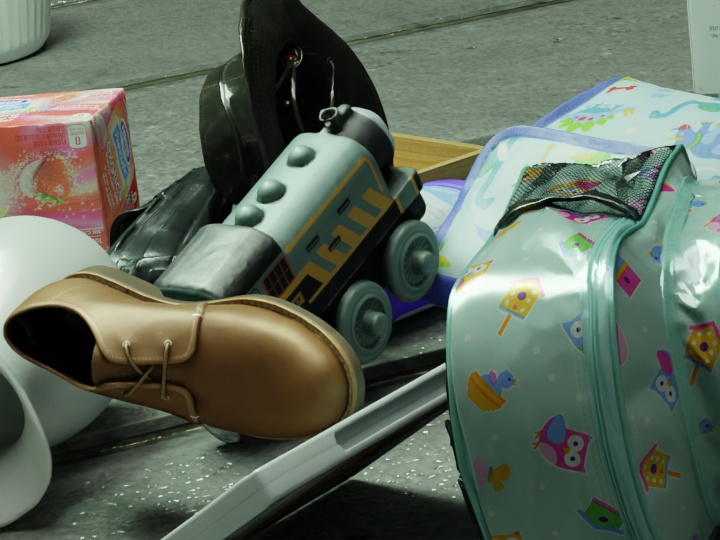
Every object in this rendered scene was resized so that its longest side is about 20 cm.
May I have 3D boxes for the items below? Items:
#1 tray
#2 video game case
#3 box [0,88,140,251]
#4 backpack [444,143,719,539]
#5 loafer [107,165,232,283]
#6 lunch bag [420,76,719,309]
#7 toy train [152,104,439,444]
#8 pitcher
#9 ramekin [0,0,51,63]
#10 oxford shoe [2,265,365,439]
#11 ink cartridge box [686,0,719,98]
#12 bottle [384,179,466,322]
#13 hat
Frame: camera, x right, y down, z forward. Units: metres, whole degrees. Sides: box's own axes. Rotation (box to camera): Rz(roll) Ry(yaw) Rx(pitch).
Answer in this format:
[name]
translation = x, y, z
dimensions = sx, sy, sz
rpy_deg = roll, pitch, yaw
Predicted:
[tray]
translation = -0.009, -0.067, 1.928
dimensions = 0.098, 0.037, 0.200
rpy_deg = -20, 21, -38
[video game case]
translation = -0.024, 0.094, 1.282
dimensions = 0.143, 0.017, 0.200
rpy_deg = -38, -8, 40
[box]
translation = -0.262, -0.064, 1.917
dimensions = 0.199, 0.095, 0.103
rpy_deg = -4, 16, 10
[backpack]
translation = 0.119, 0.049, 1.224
dimensions = 0.153, 0.177, 0.200
rpy_deg = -4, 19, 29
[loafer]
translation = -0.123, -0.023, 1.757
dimensions = 0.070, 0.068, 0.201
rpy_deg = 10, 22, 4
[lunch bag]
translation = 0.150, -0.020, 1.562
dimensions = 0.200, 0.128, 0.170
rpy_deg = -34, 31, -31
[toy train]
translation = -0.033, 0.000, 1.501
dimensions = 0.085, 0.114, 0.200
rpy_deg = 8, 45, 38
[pitcher]
translation = -0.206, 0.027, 1.461
dimensions = 0.121, 0.172, 0.200
rpy_deg = -38, 9, 20
[ramekin]
translation = -0.380, -0.245, 2.593
dimensions = 0.201, 0.095, 0.202
rpy_deg = -7, 16, 2
[oxford shoe]
translation = -0.088, 0.047, 1.341
dimensions = 0.199, 0.072, 0.071
rpy_deg = 10, 17, 34
[ink cartridge box]
translation = 0.283, -0.122, 1.698
dimensions = 0.145, 0.201, 0.084
rpy_deg = 2, 16, 29
[bottle]
translation = 0.000, 0.000, 1.637
dimensions = 0.199, 0.066, 0.083
rpy_deg = -21, 20, -39
[hat]
translation = -0.053, -0.079, 1.749
dimensions = 0.081, 0.201, 0.201
rpy_deg = -19, 11, 22
